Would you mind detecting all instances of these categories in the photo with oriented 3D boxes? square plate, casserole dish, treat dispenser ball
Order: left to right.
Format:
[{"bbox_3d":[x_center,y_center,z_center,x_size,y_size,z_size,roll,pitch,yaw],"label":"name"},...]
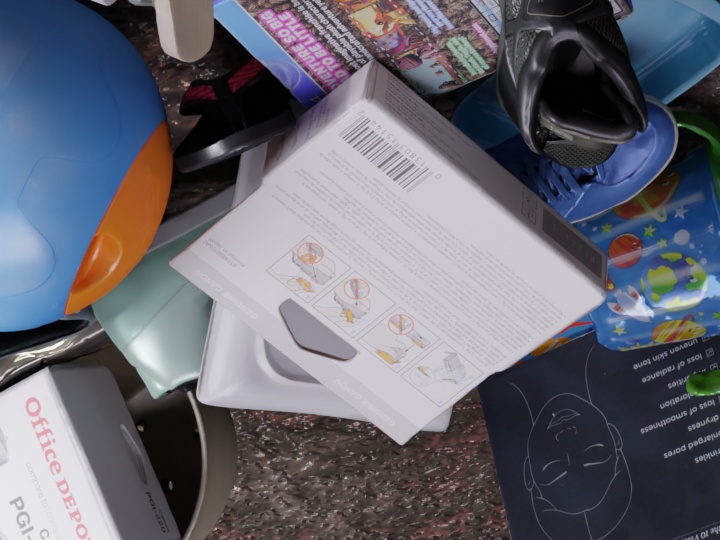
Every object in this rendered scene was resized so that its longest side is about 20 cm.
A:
[{"bbox_3d":[-0.209,-0.066,1.574,0.200,0.202,0.201,-6,148,-4],"label":"treat dispenser ball"},{"bbox_3d":[0.000,0.000,1.749,0.199,0.199,0.028,9,-176,-35],"label":"square plate"},{"bbox_3d":[0.143,-0.132,1.712,0.121,0.039,0.200,20,137,-38],"label":"casserole dish"}]

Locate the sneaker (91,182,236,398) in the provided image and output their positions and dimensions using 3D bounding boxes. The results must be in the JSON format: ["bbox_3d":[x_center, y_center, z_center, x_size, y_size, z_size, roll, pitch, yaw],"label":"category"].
[{"bbox_3d":[-0.071,0.006,1.762,0.200,0.119,0.074,-29,178,-8],"label":"sneaker"}]

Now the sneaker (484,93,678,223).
[{"bbox_3d":[0.105,-0.048,1.674,0.199,0.111,0.077,-17,103,5],"label":"sneaker"}]

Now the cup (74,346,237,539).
[{"bbox_3d":[-0.165,0.130,1.934,0.200,0.201,0.143,-24,170,23],"label":"cup"}]

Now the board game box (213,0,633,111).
[{"bbox_3d":[0.029,-0.184,1.543,0.199,0.097,0.159,-21,146,19],"label":"board game box"}]

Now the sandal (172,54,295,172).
[{"bbox_3d":[-0.075,-0.104,1.605,0.075,0.200,0.045,-19,106,9],"label":"sandal"}]

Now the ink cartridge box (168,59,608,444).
[{"bbox_3d":[0.017,-0.007,1.613,0.200,0.045,0.176,39,123,-23],"label":"ink cartridge box"}]

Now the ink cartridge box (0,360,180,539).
[{"bbox_3d":[-0.241,0.168,1.845,0.200,0.146,0.085,-28,169,19],"label":"ink cartridge box"}]

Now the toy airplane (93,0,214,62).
[{"bbox_3d":[-0.094,-0.223,1.403,0.199,0.141,0.200,27,102,-48],"label":"toy airplane"}]

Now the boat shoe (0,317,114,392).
[{"bbox_3d":[-0.212,0.029,1.829,0.199,0.074,0.074,-27,172,9],"label":"boat shoe"}]

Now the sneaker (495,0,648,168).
[{"bbox_3d":[0.117,-0.092,1.516,0.076,0.115,0.200,-8,150,2],"label":"sneaker"}]

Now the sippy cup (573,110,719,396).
[{"bbox_3d":[0.210,-0.008,1.824,0.130,0.179,0.140,-19,165,12],"label":"sippy cup"}]

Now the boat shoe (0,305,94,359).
[{"bbox_3d":[-0.250,0.044,1.666,0.200,0.062,0.073,-27,169,-33],"label":"boat shoe"}]

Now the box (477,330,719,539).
[{"bbox_3d":[0.209,0.148,1.938,0.199,0.197,0.124,-24,147,21],"label":"box"}]

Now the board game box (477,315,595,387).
[{"bbox_3d":[0.135,0.034,1.966,0.199,0.045,0.152,13,142,-31],"label":"board game box"}]
